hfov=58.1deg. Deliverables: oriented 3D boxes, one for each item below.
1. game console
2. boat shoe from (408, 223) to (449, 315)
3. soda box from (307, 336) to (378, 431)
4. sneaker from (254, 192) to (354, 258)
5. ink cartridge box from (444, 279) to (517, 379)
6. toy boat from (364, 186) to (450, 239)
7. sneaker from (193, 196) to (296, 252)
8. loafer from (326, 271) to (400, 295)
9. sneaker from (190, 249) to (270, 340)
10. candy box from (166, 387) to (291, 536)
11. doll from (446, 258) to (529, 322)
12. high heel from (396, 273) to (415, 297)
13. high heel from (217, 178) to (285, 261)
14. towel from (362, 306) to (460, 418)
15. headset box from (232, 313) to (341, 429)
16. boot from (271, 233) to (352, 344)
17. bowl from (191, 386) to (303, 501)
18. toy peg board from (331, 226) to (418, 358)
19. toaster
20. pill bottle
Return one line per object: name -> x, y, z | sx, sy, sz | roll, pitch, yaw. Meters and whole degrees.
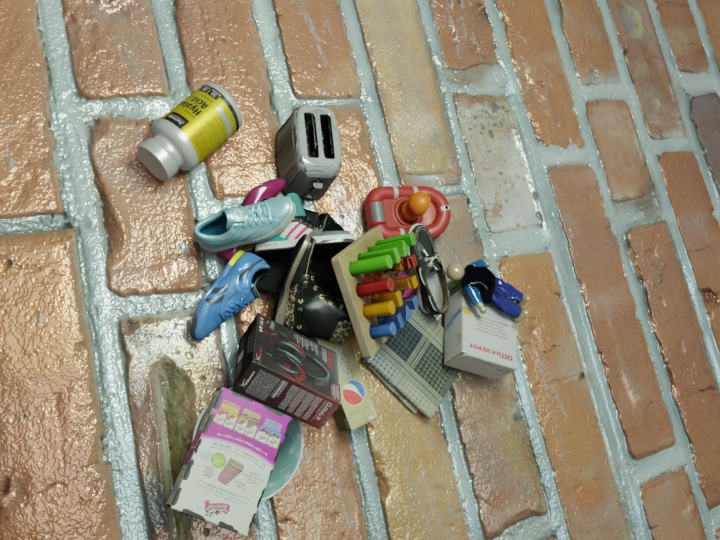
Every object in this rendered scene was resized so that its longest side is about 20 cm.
game console -> -0.123, -0.018, 1.351 | 0.176, 0.115, 0.202 | 42, 59, -43
boat shoe -> 0.149, -0.001, 1.392 | 0.073, 0.060, 0.202 | -13, 100, -30
soda box -> -0.038, 0.215, 1.301 | 0.067, 0.064, 0.202 | -19, 85, -27
sneaker -> -0.111, -0.093, 1.283 | 0.197, 0.084, 0.122 | -4, 74, 5
ink cartridge box -> 0.264, 0.123, 1.434 | 0.143, 0.084, 0.202 | 18, 57, -20
toy boat -> 0.114, -0.133, 1.428 | 0.198, 0.131, 0.132 | -4, 78, -25
sneaker -> -0.218, -0.090, 1.213 | 0.198, 0.082, 0.075 | -24, 76, -1
loafer -> 0.000, 0.000, 1.360 | 0.199, 0.073, 0.072 | -21, 96, -46
sneaker -> -0.245, 0.053, 1.233 | 0.078, 0.066, 0.201 | 27, 66, 11
candy box -> -0.215, 0.315, 1.075 | 0.135, 0.061, 0.202 | 28, 66, -16
doll -> 0.273, 0.040, 1.400 | 0.199, 0.048, 0.137 | 29, 52, -13
high heel -> 0.057, 0.046, 1.372 | 0.198, 0.096, 0.068 | -16, 83, -27
high heel -> -0.213, -0.103, 1.303 | 0.199, 0.067, 0.096 | -37, 83, -13
towel -> 0.124, 0.191, 1.406 | 0.200, 0.035, 0.193 | 43, 60, -7
headset box -> -0.122, 0.185, 1.172 | 0.199, 0.075, 0.149 | 30, 23, -19
boot -> -0.076, 0.043, 1.229 | 0.149, 0.073, 0.202 | 16, 101, -11
bowl -> -0.212, 0.311, 1.170 | 0.199, 0.105, 0.203 | 6, 73, -22
toy peg board -> 0.056, 0.031, 1.246 | 0.200, 0.097, 0.201 | -40, 115, -58
toaster -> -0.107, -0.256, 1.360 | 0.112, 0.129, 0.202 | 1, 75, -25
pill bottle -> -0.334, -0.267, 1.268 | 0.111, 0.111, 0.200 | 44, 63, -8
